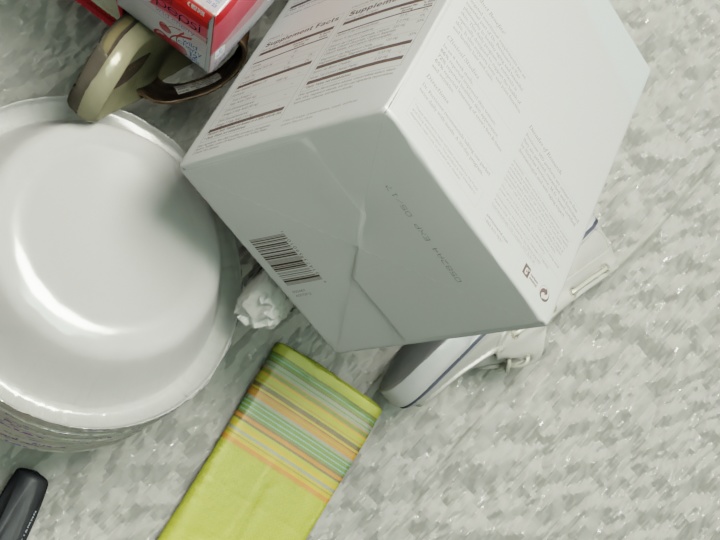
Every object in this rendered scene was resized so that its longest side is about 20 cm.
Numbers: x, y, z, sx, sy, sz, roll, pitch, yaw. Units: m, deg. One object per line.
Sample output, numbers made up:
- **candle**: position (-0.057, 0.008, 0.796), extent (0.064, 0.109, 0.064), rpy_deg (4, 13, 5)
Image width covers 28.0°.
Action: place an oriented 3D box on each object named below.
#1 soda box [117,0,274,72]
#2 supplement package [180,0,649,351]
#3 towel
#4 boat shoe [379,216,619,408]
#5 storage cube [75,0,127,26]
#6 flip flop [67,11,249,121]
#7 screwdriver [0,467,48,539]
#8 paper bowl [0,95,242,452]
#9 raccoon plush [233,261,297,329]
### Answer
- **soda box**: position (-0.048, -0.209, 0.802), extent (0.070, 0.063, 0.200), rpy_deg (35, 68, 5)
- **supplement package**: position (0.037, -0.085, 0.794), extent (0.152, 0.150, 0.201), rpy_deg (51, 49, -29)
- **towel**: position (-0.071, 0.152, 0.945), extent (0.086, 0.018, 0.201), rpy_deg (34, 79, -12)
- **boat shoe**: position (0.099, 0.036, 0.986), extent (0.200, 0.072, 0.066), rpy_deg (-42, 100, -25)
- **storage cube**: position (-0.148, -0.276, 0.802), extent (0.171, 0.200, 0.180), rpy_deg (36, 75, 8)
- **flip flop**: position (-0.101, -0.132, 0.861), extent (0.057, 0.200, 0.081), rpy_deg (33, 123, 5)
- **screwdriver**: position (-0.239, 0.213, 0.867), extent (0.028, 0.029, 0.201), rpy_deg (28, 75, -19)
- **paper bowl**: position (-0.161, -0.004, 0.831), extent (0.199, 0.104, 0.202), rpy_deg (11, 67, -28)
- **raccoon plush**: position (0.000, 0.000, 0.916), extent (0.134, 0.097, 0.201), rpy_deg (40, 53, -16)
